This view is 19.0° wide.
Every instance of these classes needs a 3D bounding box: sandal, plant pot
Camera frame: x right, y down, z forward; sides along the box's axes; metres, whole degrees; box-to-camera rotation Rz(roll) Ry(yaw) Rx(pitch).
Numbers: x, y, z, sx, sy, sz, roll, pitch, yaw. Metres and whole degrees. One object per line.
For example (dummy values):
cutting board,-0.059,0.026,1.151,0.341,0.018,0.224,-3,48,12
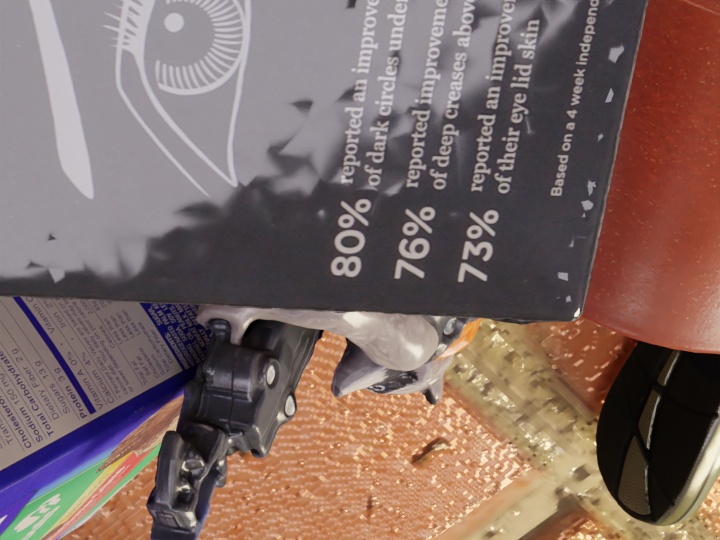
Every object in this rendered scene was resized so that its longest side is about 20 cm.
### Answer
sandal,0.163,0.022,0.887,0.057,0.080,0.201,2,132,-33
plant pot,0.130,-0.090,0.735,0.201,0.201,0.195,3,132,-13

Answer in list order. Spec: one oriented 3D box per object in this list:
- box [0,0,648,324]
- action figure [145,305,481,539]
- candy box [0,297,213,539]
box,-0.038,-0.077,0.523,0.200,0.104,0.148,4,115,-13
action figure,0.000,0.000,0.702,0.105,0.200,0.193,13,155,15
candy box,-0.142,0.065,0.751,0.077,0.200,0.169,53,130,8
